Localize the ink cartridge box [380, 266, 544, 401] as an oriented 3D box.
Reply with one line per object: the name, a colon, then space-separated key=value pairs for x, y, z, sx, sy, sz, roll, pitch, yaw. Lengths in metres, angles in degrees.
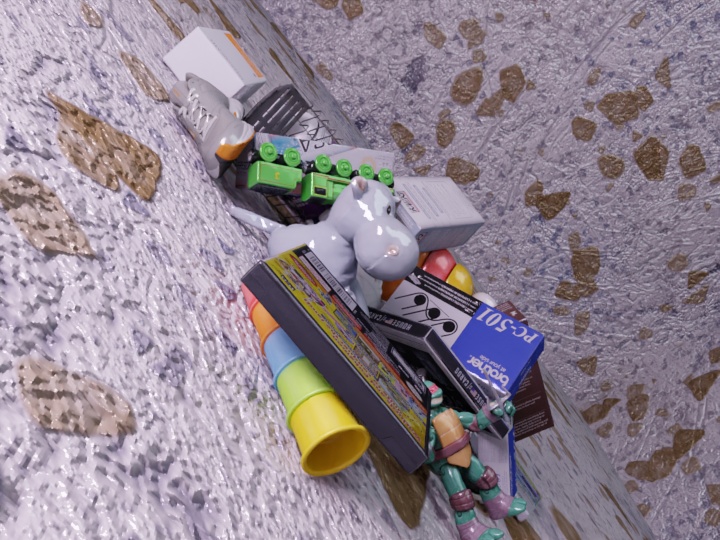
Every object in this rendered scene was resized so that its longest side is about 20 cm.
ink cartridge box: x=0.126 y=0.081 z=0.923 sx=0.198 sy=0.094 sz=0.044 roll=30 pitch=-23 yaw=27

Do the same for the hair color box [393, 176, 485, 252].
hair color box: x=0.098 y=-0.086 z=1.086 sx=0.199 sy=0.061 sz=0.100 roll=-9 pitch=58 yaw=-53

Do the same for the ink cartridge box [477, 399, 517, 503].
ink cartridge box: x=0.184 y=0.204 z=0.973 sx=0.094 sy=0.043 sz=0.204 roll=16 pitch=72 yaw=-72

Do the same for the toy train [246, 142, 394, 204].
toy train: x=-0.043 y=-0.105 z=0.848 sx=0.197 sy=0.042 sz=0.057 roll=8 pitch=76 yaw=-31

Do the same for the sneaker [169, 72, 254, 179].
sneaker: x=-0.184 y=-0.176 z=0.837 sx=0.092 sy=0.076 sz=0.200 roll=38 pitch=10 yaw=-28

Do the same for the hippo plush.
hippo plush: x=-0.011 y=-0.022 z=0.814 sx=0.201 sy=0.160 sz=0.159 roll=58 pitch=13 yaw=24

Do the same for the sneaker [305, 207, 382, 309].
sneaker: x=0.000 y=0.000 z=0.945 sx=0.201 sy=0.080 sz=0.077 roll=64 pitch=-3 yaw=-39

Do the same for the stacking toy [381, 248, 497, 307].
stacking toy: x=0.128 y=0.024 z=1.131 sx=0.198 sy=0.148 sz=0.146 roll=30 pitch=6 yaw=15

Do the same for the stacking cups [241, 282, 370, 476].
stacking cups: x=-0.059 y=0.079 z=0.620 sx=0.060 sy=0.060 sz=0.201 roll=40 pitch=13 yaw=-48

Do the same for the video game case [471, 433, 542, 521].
video game case: x=0.216 y=0.294 z=1.147 sx=0.201 sy=0.022 sz=0.182 roll=56 pitch=12 yaw=19

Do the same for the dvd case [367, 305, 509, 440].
dvd case: x=0.085 y=0.126 z=0.893 sx=0.149 sy=0.025 sz=0.201 roll=13 pitch=-33 yaw=54

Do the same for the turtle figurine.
turtle figurine: x=0.107 y=0.189 z=0.786 sx=0.100 sy=0.148 sz=0.202 roll=-27 pitch=-92 yaw=59

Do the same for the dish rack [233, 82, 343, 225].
dish rack: x=-0.074 y=-0.141 z=0.957 sx=0.200 sy=0.154 sz=0.054 roll=48 pitch=-20 yaw=-27

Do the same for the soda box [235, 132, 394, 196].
soda box: x=-0.055 y=-0.127 z=0.905 sx=0.197 sy=0.070 sz=0.063 roll=2 pitch=4 yaw=-31

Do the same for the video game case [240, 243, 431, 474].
video game case: x=-0.010 y=0.065 z=0.632 sx=0.201 sy=0.025 sz=0.181 roll=50 pitch=9 yaw=0

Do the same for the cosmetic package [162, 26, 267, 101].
cosmetic package: x=-0.209 y=-0.295 z=1.059 sx=0.102 sy=0.071 sz=0.200 roll=51 pitch=12 yaw=-12

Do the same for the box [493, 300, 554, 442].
box: x=0.220 y=0.161 z=1.097 sx=0.075 sy=0.099 sz=0.202 roll=-117 pitch=-173 yaw=-65

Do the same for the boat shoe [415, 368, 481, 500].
boat shoe: x=0.108 y=0.203 z=0.872 sx=0.201 sy=0.067 sz=0.072 roll=51 pitch=10 yaw=-19

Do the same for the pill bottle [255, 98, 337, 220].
pill bottle: x=-0.078 y=-0.151 z=1.052 sx=0.200 sy=0.112 sz=0.113 roll=46 pitch=13 yaw=-29
